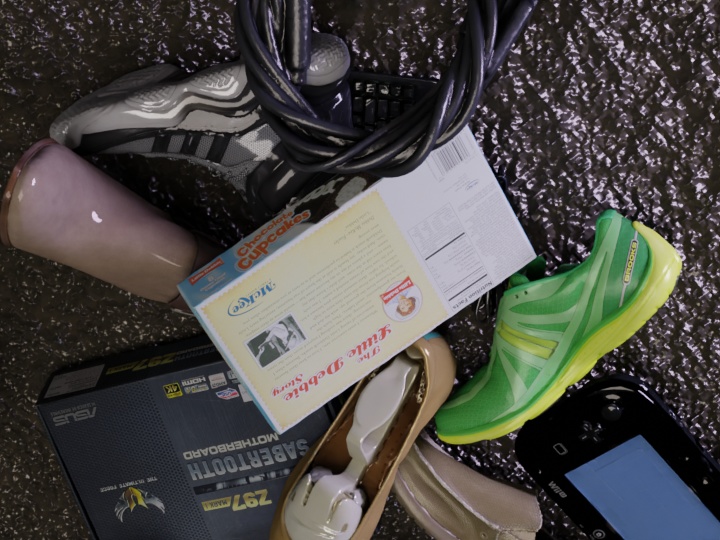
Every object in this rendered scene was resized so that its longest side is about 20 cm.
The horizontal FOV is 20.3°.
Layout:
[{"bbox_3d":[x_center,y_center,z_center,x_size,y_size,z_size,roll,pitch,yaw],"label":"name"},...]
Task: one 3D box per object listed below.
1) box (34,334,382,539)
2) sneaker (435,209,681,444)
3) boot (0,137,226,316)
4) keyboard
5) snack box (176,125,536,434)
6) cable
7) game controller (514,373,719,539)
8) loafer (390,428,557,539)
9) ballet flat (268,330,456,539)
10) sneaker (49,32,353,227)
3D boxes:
[{"bbox_3d":[-0.100,0.124,1.366,0.199,0.051,0.158,-13,116,14],"label":"box"},{"bbox_3d":[0.117,0.036,1.295,0.084,0.074,0.200,47,112,2],"label":"sneaker"},{"bbox_3d":[-0.138,-0.017,1.240,0.146,0.200,0.071,25,90,1],"label":"boot"},{"bbox_3d":[0.039,-0.029,1.297,0.126,0.021,0.201,5,116,6],"label":"keyboard"},{"bbox_3d":[0.000,0.000,1.235,0.200,0.037,0.116,-34,125,-4],"label":"snack box"},{"bbox_3d":[0.007,-0.151,1.184,0.163,0.051,0.201,33,87,-3],"label":"cable"},{"bbox_3d":[0.193,0.152,1.336,0.104,0.042,0.200,-36,112,19],"label":"game controller"},{"bbox_3d":[0.087,0.164,1.351,0.067,0.076,0.200,-41,99,10],"label":"loafer"},{"bbox_3d":[-0.008,0.122,1.289,0.068,0.063,0.201,28,90,17],"label":"ballet flat"},{"bbox_3d":[-0.092,-0.073,1.262,0.199,0.076,0.114,-13,110,12],"label":"sneaker"}]
